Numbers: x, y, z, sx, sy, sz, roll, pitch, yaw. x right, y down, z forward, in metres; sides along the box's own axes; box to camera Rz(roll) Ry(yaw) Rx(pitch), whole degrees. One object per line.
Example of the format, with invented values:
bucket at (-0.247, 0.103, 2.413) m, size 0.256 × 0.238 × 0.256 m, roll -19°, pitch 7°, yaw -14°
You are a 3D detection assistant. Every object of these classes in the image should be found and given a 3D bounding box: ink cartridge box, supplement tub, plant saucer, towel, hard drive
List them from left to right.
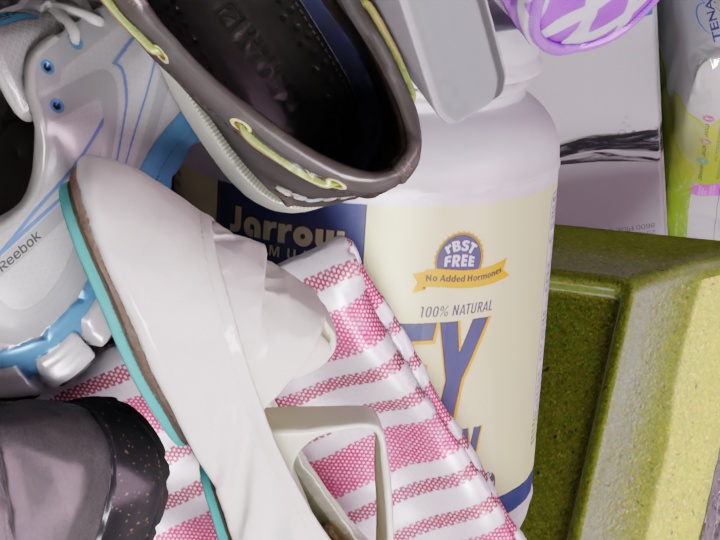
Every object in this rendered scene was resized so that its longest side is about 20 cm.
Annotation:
hard drive at (-0.024, -0.152, 0.640) m, size 0.026 × 0.200 × 0.132 m, roll -30°, pitch 142°, yaw -6°
towel at (-0.024, 0.098, 0.714) m, size 0.201 × 0.146 × 0.030 m, roll 60°, pitch 5°, yaw -27°
supplement tub at (0.000, 0.000, 0.784) m, size 0.145 × 0.144 × 0.202 m, roll -27°, pitch 124°, yaw -62°
plant saucer at (0.053, 0.070, 0.885) m, size 0.048 × 0.199 × 0.201 m, roll 26°, pitch 75°, yaw -52°
ink cartridge box at (0.090, -0.106, 0.965) m, size 0.145 × 0.084 × 0.201 m, roll -95°, pitch 176°, yaw -52°

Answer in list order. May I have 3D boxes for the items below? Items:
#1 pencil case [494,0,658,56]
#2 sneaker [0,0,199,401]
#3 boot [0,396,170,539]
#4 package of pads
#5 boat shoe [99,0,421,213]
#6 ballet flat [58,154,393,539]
pencil case at (0.036, -0.166, 0.741) m, size 0.086 × 0.200 × 0.084 m, roll -50°, pitch 155°, yaw 21°
sneaker at (-0.088, -0.064, 0.651) m, size 0.087 × 0.075 × 0.201 m, roll 55°, pitch 49°, yaw -52°
boot at (-0.143, 0.125, 0.618) m, size 0.131 × 0.070 × 0.201 m, roll 4°, pitch 104°, yaw -52°
package of pads at (0.166, -0.110, 0.979) m, size 0.200 × 0.068 × 0.155 m, roll 78°, pitch 2°, yaw -64°
boat shoe at (-0.053, -0.101, 0.608) m, size 0.072 × 0.060 × 0.201 m, roll -47°, pitch 110°, yaw -19°
ballet flat at (-0.029, 0.042, 0.641) m, size 0.070 × 0.069 × 0.201 m, roll -55°, pitch 135°, yaw -45°
